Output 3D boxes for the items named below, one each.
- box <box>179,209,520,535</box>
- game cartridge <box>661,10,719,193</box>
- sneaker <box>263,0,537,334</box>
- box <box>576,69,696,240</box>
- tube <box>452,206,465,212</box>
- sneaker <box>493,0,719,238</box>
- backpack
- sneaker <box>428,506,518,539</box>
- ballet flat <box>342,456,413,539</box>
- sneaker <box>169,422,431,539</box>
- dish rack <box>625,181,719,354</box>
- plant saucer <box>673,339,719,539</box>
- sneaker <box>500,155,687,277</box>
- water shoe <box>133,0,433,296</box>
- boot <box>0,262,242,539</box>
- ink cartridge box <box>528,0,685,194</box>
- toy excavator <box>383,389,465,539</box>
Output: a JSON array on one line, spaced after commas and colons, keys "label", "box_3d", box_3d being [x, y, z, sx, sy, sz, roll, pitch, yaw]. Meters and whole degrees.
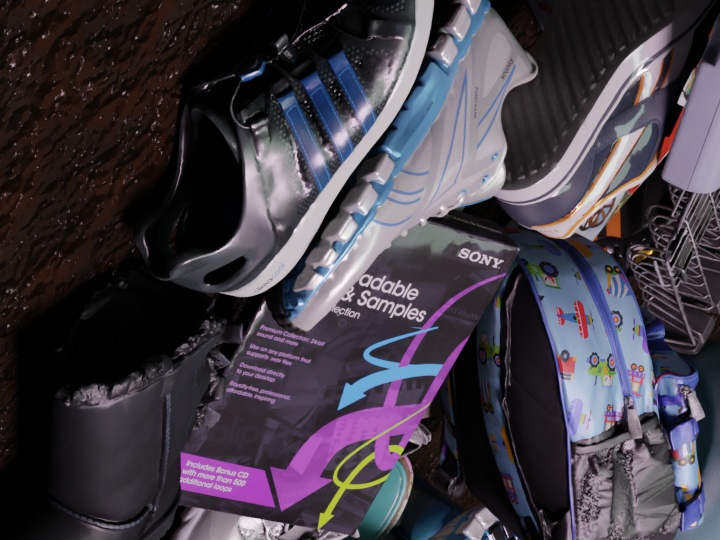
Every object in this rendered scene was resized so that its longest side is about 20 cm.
[{"label": "box", "box_3d": [-0.017, 0.047, 1.058, 0.142, 0.036, 0.201, 15, 110, -38]}, {"label": "game cartridge", "box_3d": [0.218, -0.142, 1.063, 0.134, 0.040, 0.201, 104, 11, -55]}, {"label": "sneaker", "box_3d": [0.028, -0.046, 0.961, 0.087, 0.075, 0.201, 39, 76, -27]}, {"label": "box", "box_3d": [0.173, -0.122, 1.233, 0.200, 0.038, 0.137, -49, 147, -13]}, {"label": "tube", "box_3d": [0.000, 0.000, 1.090, 0.200, 0.058, 0.052, -54, -158, 10]}, {"label": "sneaker", "box_3d": [0.137, -0.107, 1.042, 0.200, 0.078, 0.079, -51, 143, -7]}, {"label": "backpack", "box_3d": [0.121, 0.061, 1.194, 0.134, 0.182, 0.201, -15, 110, -18]}, {"label": "sneaker", "box_3d": [0.040, 0.207, 1.263, 0.200, 0.086, 0.075, -26, 101, -55]}, {"label": "ballet flat", "box_3d": [-0.040, 0.187, 1.267, 0.200, 0.069, 0.071, -52, 176, 5]}, {"label": "sneaker", "box_3d": [-0.040, 0.140, 1.158, 0.200, 0.082, 0.075, -49, 157, -13]}, {"label": "dish rack", "box_3d": [0.216, -0.038, 1.221, 0.154, 0.054, 0.200, -62, 158, -11]}, {"label": "plant saucer", "box_3d": [0.182, 0.130, 1.293, 0.027, 0.200, 0.201, 32, 95, -30]}, {"label": "sneaker", "box_3d": [0.158, -0.019, 1.312, 0.200, 0.090, 0.070, -42, 155, -27]}, {"label": "water shoe", "box_3d": [-0.033, -0.075, 0.876, 0.079, 0.071, 0.201, 4, 116, -53]}, {"label": "boot", "box_3d": [-0.137, 0.099, 0.919, 0.198, 0.073, 0.163, -43, 159, -42]}, {"label": "ink cartridge box", "box_3d": [0.189, -0.154, 1.150, 0.162, 0.050, 0.200, -48, 133, -13]}, {"label": "toy excavator", "box_3d": [0.023, 0.170, 1.333, 0.195, 0.100, 0.200, -54, 149, -2]}]
